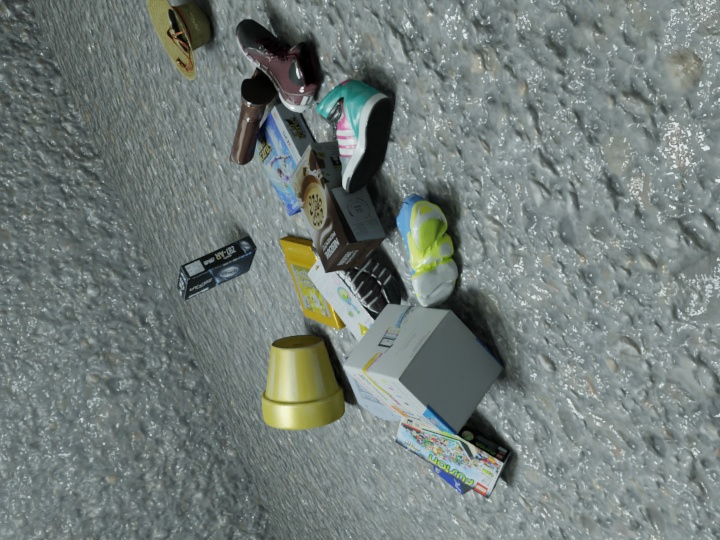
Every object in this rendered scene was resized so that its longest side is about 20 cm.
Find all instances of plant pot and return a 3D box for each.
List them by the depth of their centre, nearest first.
[{"bbox_3d":[-0.144,0.262,1.890,0.201,0.200,0.189,11,108,60],"label":"plant pot"}]

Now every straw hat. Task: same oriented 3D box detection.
[{"bbox_3d":[-0.368,-0.517,1.660,0.201,0.085,0.201,48,157,28],"label":"straw hat"}]

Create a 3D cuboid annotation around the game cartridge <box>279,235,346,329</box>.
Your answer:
[{"bbox_3d":[-0.108,0.025,1.754,0.176,0.032,0.200,14,127,59],"label":"game cartridge"}]

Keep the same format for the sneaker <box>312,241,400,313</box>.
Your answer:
[{"bbox_3d":[0.000,0.000,1.479,0.200,0.076,0.116,45,-177,2],"label":"sneaker"}]

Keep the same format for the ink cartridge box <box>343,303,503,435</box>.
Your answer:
[{"bbox_3d":[0.099,0.159,1.300,0.147,0.145,0.200,45,162,-20],"label":"ink cartridge box"}]

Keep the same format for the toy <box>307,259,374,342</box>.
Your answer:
[{"bbox_3d":[-0.022,0.057,1.601,0.200,0.047,0.115,55,151,9],"label":"toy"}]

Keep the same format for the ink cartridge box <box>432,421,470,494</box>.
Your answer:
[{"bbox_3d":[0.169,0.322,1.491,0.094,0.044,0.200,30,139,52],"label":"ink cartridge box"}]

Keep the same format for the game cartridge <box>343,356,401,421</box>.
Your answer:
[{"bbox_3d":[0.037,0.259,1.699,0.200,0.040,0.134,4,114,62],"label":"game cartridge"}]

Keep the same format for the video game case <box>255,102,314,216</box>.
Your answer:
[{"bbox_3d":[-0.141,-0.219,1.561,0.182,0.045,0.200,64,156,1],"label":"video game case"}]

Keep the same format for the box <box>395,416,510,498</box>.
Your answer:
[{"bbox_3d":[0.164,0.319,1.412,0.200,0.035,0.110,28,132,20],"label":"box"}]

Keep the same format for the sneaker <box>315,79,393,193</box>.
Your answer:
[{"bbox_3d":[-0.023,-0.229,1.269,0.121,0.084,0.200,45,143,24],"label":"sneaker"}]

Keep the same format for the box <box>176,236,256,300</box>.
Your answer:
[{"bbox_3d":[-0.381,-0.005,2.052,0.044,0.200,0.160,58,154,12],"label":"box"}]

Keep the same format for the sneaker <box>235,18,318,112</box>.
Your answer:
[{"bbox_3d":[-0.134,-0.385,1.366,0.200,0.076,0.116,51,149,2],"label":"sneaker"}]

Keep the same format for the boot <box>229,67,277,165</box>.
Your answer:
[{"bbox_3d":[-0.213,-0.270,1.476,0.187,0.064,0.200,-79,13,-58],"label":"boot"}]

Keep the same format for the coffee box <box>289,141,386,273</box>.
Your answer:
[{"bbox_3d":[-0.043,-0.112,1.368,0.113,0.080,0.200,-49,57,52],"label":"coffee box"}]

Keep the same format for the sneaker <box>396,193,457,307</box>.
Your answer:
[{"bbox_3d":[0.105,-0.039,1.253,0.105,0.076,0.200,-116,16,-48],"label":"sneaker"}]
